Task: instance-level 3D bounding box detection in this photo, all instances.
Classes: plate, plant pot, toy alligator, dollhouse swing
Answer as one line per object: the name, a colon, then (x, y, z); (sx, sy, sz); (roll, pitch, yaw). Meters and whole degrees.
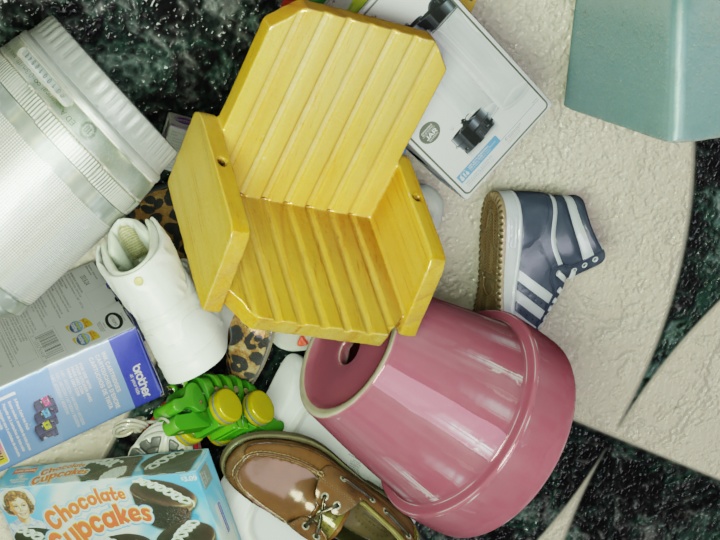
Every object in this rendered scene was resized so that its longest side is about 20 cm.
plate: (-0.028, 0.207, 1.613); (0.199, 0.032, 0.201); (35, 71, -23)
plant pot: (0.054, 0.105, 1.530); (0.178, 0.200, 0.201); (31, 98, -31)
plant pot: (0.303, -0.235, 1.551); (0.195, 0.196, 0.202); (-9, 108, -20)
toy alligator: (-0.137, 0.112, 1.504); (0.059, 0.055, 0.199); (-30, 157, 33)
dollhouse swing: (-0.014, -0.073, 1.371); (0.199, 0.183, 0.176); (10, 136, -35)

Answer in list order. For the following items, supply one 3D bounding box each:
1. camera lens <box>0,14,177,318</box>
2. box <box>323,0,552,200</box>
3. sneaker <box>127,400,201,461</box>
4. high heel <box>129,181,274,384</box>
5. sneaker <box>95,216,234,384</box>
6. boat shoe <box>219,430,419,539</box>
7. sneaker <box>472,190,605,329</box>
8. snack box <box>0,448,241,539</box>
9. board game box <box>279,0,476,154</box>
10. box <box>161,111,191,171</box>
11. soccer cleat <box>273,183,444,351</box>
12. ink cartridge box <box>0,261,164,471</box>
camera lens: (-0.261, -0.076, 1.377); (0.200, 0.160, 0.160); (-43, 123, -1)
box: (0.054, -0.166, 1.491); (0.117, 0.060, 0.200); (-46, 123, 1)
sneaker: (-0.166, 0.198, 1.598); (0.076, 0.085, 0.201); (15, 129, 3)
high heel: (-0.141, 0.018, 1.541); (0.141, 0.072, 0.201); (6, 114, -13)
sneaker: (-0.151, 0.000, 1.395); (0.073, 0.200, 0.116); (-28, 107, 2)
boat shoe: (-0.028, 0.200, 1.542); (0.199, 0.068, 0.072); (26, 106, -25)
sneaker: (0.165, 0.021, 1.670); (0.108, 0.070, 0.202); (-5, 111, -20)
snack box: (-0.206, 0.218, 1.539); (0.199, 0.037, 0.117); (-8, 116, 22)
board game box: (0.002, -0.196, 1.514); (0.152, 0.040, 0.201); (18, 104, -30)
box: (-0.071, -0.085, 1.503); (0.199, 0.039, 0.042); (14, 111, -14)
soccer cleat: (0.000, 0.000, 1.591); (0.200, 0.078, 0.069); (-42, 87, 14)
ink cartridge box: (-0.250, 0.073, 1.464); (0.199, 0.136, 0.077); (-26, 122, -11)
